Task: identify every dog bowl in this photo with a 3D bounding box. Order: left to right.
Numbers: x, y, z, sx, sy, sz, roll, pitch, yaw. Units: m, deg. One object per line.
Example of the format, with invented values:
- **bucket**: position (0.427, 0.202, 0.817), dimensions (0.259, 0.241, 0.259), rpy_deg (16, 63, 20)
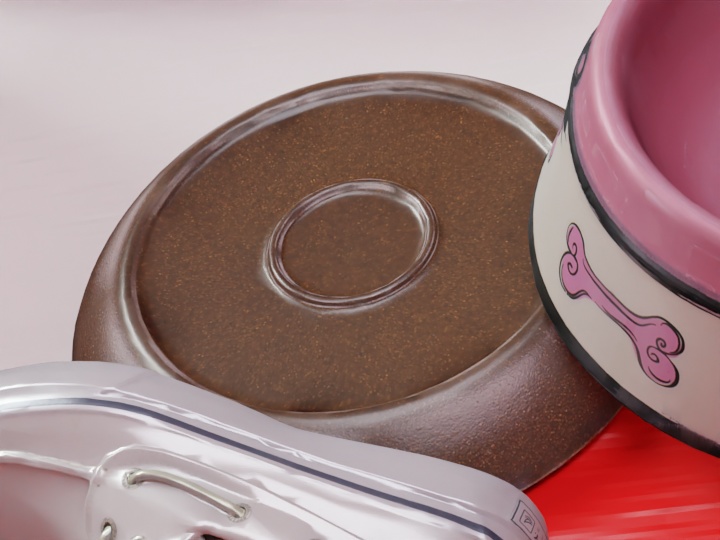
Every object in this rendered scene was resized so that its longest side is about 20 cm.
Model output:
- **dog bowl**: position (0.150, -0.034, 0.814), dimensions (0.199, 0.074, 0.201), rpy_deg (-2, 48, 2)

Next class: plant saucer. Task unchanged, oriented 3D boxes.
- **plant saucer**: position (0.000, 0.000, 0.879), dimensions (0.200, 0.032, 0.201), rpy_deg (-8, 45, 8)

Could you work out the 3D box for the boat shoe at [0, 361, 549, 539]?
- **boat shoe**: position (-0.048, 0.077, 0.784), dimensions (0.199, 0.074, 0.067), rpy_deg (6, 40, 20)
